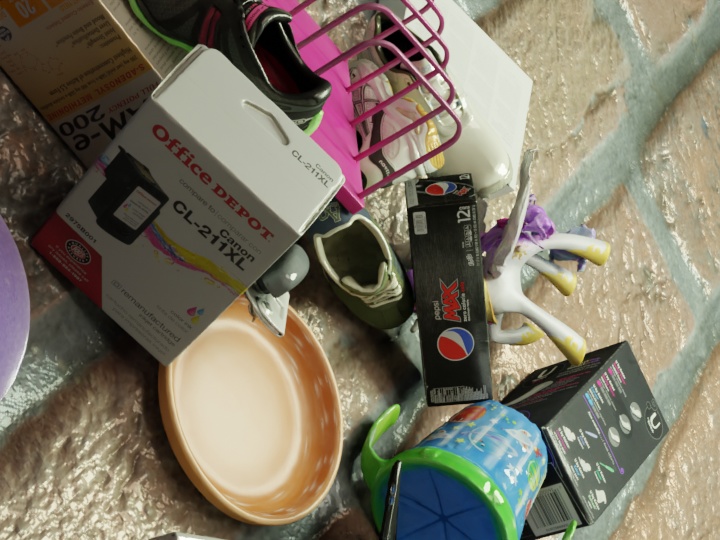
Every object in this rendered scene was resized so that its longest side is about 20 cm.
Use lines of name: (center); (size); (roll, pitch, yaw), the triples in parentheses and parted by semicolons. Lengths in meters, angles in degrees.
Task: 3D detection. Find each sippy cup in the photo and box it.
sippy cup: (0.097, 0.186, 1.505); (0.178, 0.139, 0.130); (58, 43, -10)

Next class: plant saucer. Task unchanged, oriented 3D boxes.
plant saucer: (-0.093, 0.110, 1.396); (0.200, 0.037, 0.202); (24, 56, -42)

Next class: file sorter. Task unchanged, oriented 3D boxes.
file sorter: (-0.002, -0.181, 1.418); (0.139, 0.125, 0.201); (45, 26, -38)

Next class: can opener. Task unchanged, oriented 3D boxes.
can opener: (-0.066, -0.010, 1.414); (0.053, 0.066, 0.200); (54, 13, -20)

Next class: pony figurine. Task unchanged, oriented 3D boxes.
pony figurine: (0.138, -0.016, 1.648); (0.199, 0.166, 0.194); (16, 87, -27)

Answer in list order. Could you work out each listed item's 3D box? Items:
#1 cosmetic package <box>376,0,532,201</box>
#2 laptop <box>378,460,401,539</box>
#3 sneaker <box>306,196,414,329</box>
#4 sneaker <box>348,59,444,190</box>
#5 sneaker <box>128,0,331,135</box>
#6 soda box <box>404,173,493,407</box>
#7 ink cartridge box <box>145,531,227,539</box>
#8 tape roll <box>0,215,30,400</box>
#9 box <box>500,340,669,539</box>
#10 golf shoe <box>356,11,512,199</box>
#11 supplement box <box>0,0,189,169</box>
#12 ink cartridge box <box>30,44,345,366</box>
cosmetic package: (0.090, -0.187, 1.741); (0.200, 0.051, 0.152); (40, 45, -33)
laptop: (0.057, 0.287, 1.375); (0.178, 0.102, 0.201); (92, 8, -54)
sneaker: (0.000, 0.000, 1.485); (0.201, 0.067, 0.090); (61, 4, -41)
sneaker: (-0.004, -0.130, 1.537); (0.087, 0.200, 0.076); (-26, 117, -11)
sneaker: (-0.095, -0.184, 1.270); (0.200, 0.084, 0.077); (45, 45, -8)
soda box: (0.080, 0.018, 1.546); (0.071, 0.063, 0.201); (-93, 178, -65)
ink cartridge box: (-0.089, 0.284, 1.282); (0.199, 0.084, 0.147); (20, 59, -46)
tape roll: (-0.319, 0.020, 1.122); (0.199, 0.085, 0.201); (24, 57, -43)
box: (0.192, 0.166, 1.649); (0.200, 0.122, 0.107); (-36, 102, -51)
golf shoe: (0.063, -0.152, 1.564); (0.078, 0.097, 0.200); (-37, 71, -12)
supplement box: (-0.191, -0.158, 1.325); (0.200, 0.126, 0.074); (51, 41, -21)
ink cartridge box: (-0.130, -0.045, 1.263); (0.146, 0.200, 0.083); (42, 43, -5)
